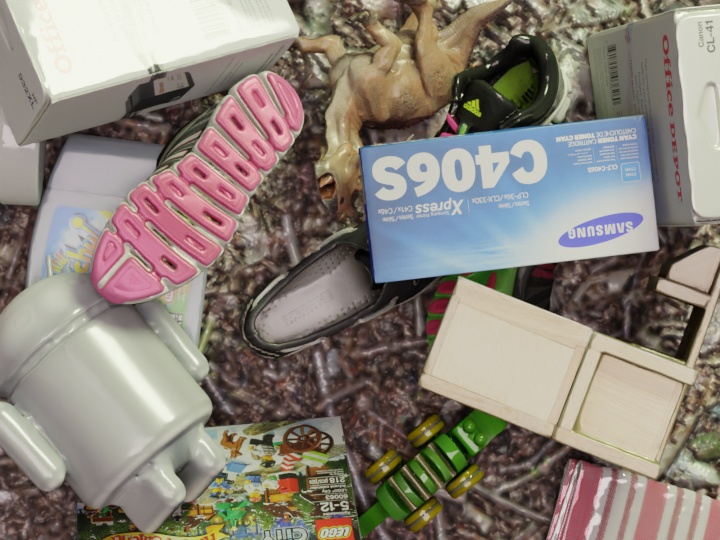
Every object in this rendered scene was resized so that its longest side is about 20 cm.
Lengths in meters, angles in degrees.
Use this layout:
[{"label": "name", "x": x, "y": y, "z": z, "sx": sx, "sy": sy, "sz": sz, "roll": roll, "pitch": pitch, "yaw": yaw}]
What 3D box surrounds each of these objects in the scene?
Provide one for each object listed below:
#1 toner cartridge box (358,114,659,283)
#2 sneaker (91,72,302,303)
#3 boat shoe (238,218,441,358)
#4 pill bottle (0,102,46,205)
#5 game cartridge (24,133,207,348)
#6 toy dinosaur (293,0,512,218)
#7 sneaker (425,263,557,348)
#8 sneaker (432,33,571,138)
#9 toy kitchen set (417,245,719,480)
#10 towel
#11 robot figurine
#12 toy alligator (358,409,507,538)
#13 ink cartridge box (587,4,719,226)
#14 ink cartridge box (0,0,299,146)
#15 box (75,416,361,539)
[{"label": "toner cartridge box", "x": 0.102, "y": -0.050, "z": 1.486, "sx": 0.198, "sy": 0.043, "sz": 0.096, "roll": -7, "pitch": 95, "yaw": 0}, {"label": "sneaker", "x": -0.119, "y": -0.050, "z": 1.498, "sx": 0.074, "sy": 0.087, "sz": 0.200, "roll": 40, "pitch": 68, "yaw": -8}, {"label": "boat shoe", "x": 0.000, "y": 0.000, "z": 1.574, "sx": 0.199, "sy": 0.060, "sz": 0.074, "roll": -27, "pitch": 91, "yaw": -5}, {"label": "pill bottle", "x": -0.322, "y": -0.099, "z": 1.509, "sx": 0.198, "sy": 0.114, "sz": 0.115, "roll": 3, "pitch": 93, "yaw": -6}, {"label": "game cartridge", "x": -0.178, "y": 0.005, "z": 1.570, "sx": 0.132, "sy": 0.040, "sz": 0.202, "roll": 6, "pitch": 92, "yaw": -3}, {"label": "toy dinosaur", "x": 0.028, "y": -0.131, "z": 1.565, "sx": 0.199, "sy": 0.086, "sz": 0.136, "roll": -27, "pitch": 104, "yaw": -17}, {"label": "sneaker", "x": 0.112, "y": -0.007, "z": 1.587, "sx": 0.076, "sy": 0.084, "sz": 0.201, "roll": 27, "pitch": 73, "yaw": 26}, {"label": "sneaker", "x": 0.080, "y": -0.095, "z": 1.540, "sx": 0.074, "sy": 0.088, "sz": 0.200, "roll": 33, "pitch": 70, "yaw": 24}, {"label": "toy kitchen set", "x": 0.153, "y": 0.033, "z": 1.529, "sx": 0.179, "sy": 0.200, "sz": 0.164, "roll": 21, "pitch": 91, "yaw": 2}, {"label": "towel", "x": 0.230, "y": 0.236, "z": 1.630, "sx": 0.199, "sy": 0.030, "sz": 0.147, "roll": 16, "pitch": 91, "yaw": -9}, {"label": "robot figurine", "x": -0.182, "y": 0.084, "z": 1.491, "sx": 0.200, "sy": 0.113, "sz": 0.169, "roll": 50, "pitch": 49, "yaw": 6}, {"label": "toy alligator", "x": 0.069, "y": 0.132, "z": 1.589, "sx": 0.200, "sy": 0.054, "sz": 0.059, "roll": -39, "pitch": 88, "yaw": -5}, {"label": "ink cartridge box", "x": 0.234, "y": -0.107, "z": 1.522, "sx": 0.085, "sy": 0.200, "sz": 0.149, "roll": -7, "pitch": 94, "yaw": -12}, {"label": "ink cartridge box", "x": -0.165, "y": -0.187, "z": 1.484, "sx": 0.199, "sy": 0.084, "sz": 0.146, "roll": -19, "pitch": 78, "yaw": -30}, {"label": "box", "x": -0.103, "y": 0.172, "z": 1.538, "sx": 0.198, "sy": 0.137, "sz": 0.038, "roll": -5, "pitch": 130, "yaw": -6}]
